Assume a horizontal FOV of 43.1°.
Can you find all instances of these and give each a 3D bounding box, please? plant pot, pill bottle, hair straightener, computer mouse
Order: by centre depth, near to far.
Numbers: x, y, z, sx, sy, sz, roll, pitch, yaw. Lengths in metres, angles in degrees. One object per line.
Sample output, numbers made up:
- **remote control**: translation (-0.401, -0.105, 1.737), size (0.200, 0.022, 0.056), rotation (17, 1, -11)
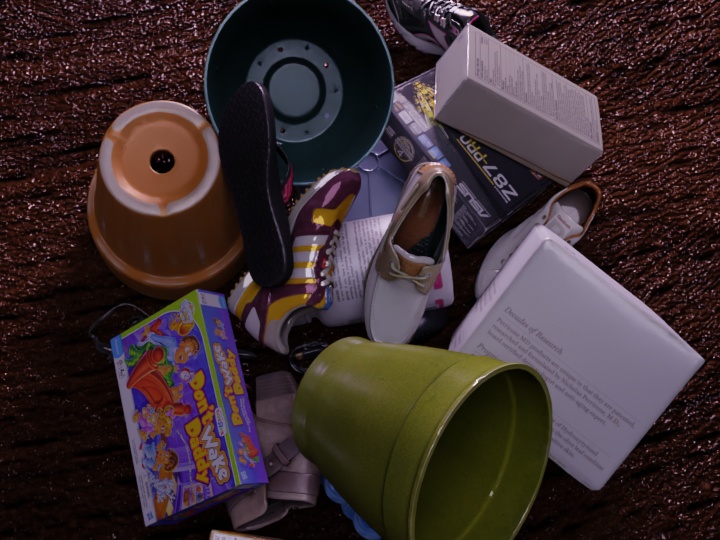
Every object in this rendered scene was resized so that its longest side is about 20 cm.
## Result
- **plant pot**: translation (0.043, 0.151, 0.839), size (0.191, 0.201, 0.202), rotation (21, 68, 41)
- **plant pot**: translation (-0.211, -0.088, 1.001), size (0.196, 0.184, 0.204), rotation (1, 74, -5)
- **plant pot**: translation (-0.071, -0.201, 1.010), size (0.196, 0.161, 0.205), rotation (-1, 98, -7)
- **pill bottle**: translation (0.000, 0.000, 1.028), size (0.196, 0.114, 0.116), rotation (-10, 75, 1)
- **hair straightener**: translation (-0.212, 0.081, 1.035), size (0.196, 0.041, 0.078), rotation (12, 73, 2)
- **computer mouse**: translation (0.011, 0.075, 1.056), size (0.197, 0.034, 0.059), rotation (-21, 78, -11)

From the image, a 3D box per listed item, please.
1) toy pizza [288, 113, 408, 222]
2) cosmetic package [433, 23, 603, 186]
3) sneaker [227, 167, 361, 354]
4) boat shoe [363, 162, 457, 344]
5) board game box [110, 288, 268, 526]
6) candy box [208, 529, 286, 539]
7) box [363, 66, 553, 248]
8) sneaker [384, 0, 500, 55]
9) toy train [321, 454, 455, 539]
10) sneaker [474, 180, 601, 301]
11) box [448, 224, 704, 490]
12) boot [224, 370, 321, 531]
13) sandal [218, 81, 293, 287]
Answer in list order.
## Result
- **toy pizza**: translation (0.008, -0.128, 1.114), size (0.196, 0.032, 0.204), rotation (2, 73, -5)
- **cosmetic package**: translation (0.188, -0.194, 1.083), size (0.197, 0.073, 0.105), rotation (24, 49, -18)
- **sneaker**: translation (-0.047, -0.009, 0.940), size (0.090, 0.075, 0.201), rotation (40, 100, 19)
- **boat shoe**: translation (0.048, -0.012, 0.934), size (0.073, 0.068, 0.204), rotation (13, 97, -2)
- **board game box**: translation (-0.179, 0.140, 0.932), size (0.133, 0.045, 0.203), rotation (-28, 67, 26)
- **candy box**: translation (-0.060, 0.310, 0.940), size (0.196, 0.116, 0.056), rotation (10, 72, -3)
- **box**: translation (0.119, -0.144, 1.087), size (0.160, 0.049, 0.201), rotation (-32, 81, -40)
- **sneaker**: translation (0.121, -0.309, 1.148), size (0.199, 0.086, 0.081), rotation (40, 73, 7)
- **toy train**: translation (0.016, 0.208, 0.962), size (0.114, 0.087, 0.200), rotation (-41, 53, -9)
- **sneaker**: translation (0.210, -0.035, 1.081), size (0.073, 0.085, 0.200), rotation (41, 78, 6)
- **box**: translation (0.216, 0.080, 0.963), size (0.199, 0.199, 0.172), rotation (37, 101, 3)
- **boot**: translation (-0.129, 0.196, 0.949), size (0.197, 0.070, 0.149), rotation (-21, 61, 22)
- **sandal**: translation (-0.096, -0.085, 0.913), size (0.045, 0.074, 0.204), rotation (-11, 93, -49)
